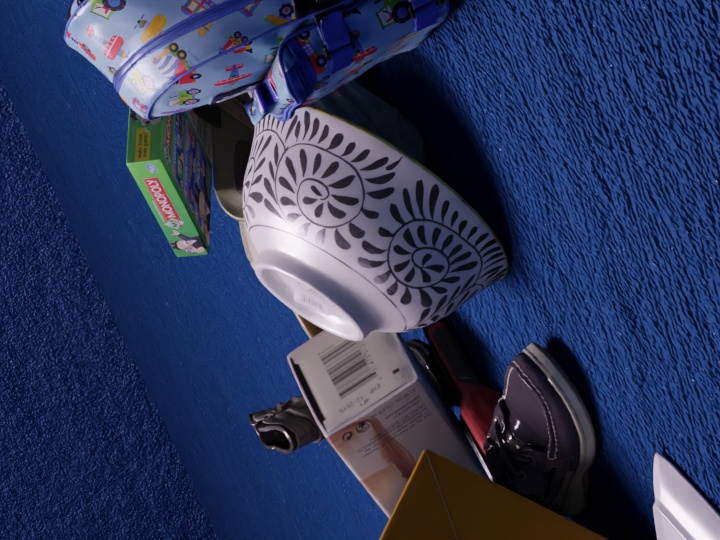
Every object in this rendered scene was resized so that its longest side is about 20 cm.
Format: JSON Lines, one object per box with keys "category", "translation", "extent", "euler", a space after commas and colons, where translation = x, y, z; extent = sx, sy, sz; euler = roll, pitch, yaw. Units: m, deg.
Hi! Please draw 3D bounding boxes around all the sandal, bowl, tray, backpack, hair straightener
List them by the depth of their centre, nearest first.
{"category": "backpack", "translation": [-0.069, -0.154, 1.148], "extent": [0.135, 0.200, 0.183], "euler": [61, 167, -2]}
{"category": "tray", "translation": [0.234, 0.207, 1.167], "extent": [0.200, 0.022, 0.108], "euler": [50, 165, 41]}
{"category": "bowl", "translation": [-0.011, -0.016, 1.294], "extent": [0.200, 0.094, 0.201], "euler": [32, 165, 10]}
{"category": "sandal", "translation": [-0.098, -0.127, 1.486], "extent": [0.080, 0.057, 0.202], "euler": [12, 117, 37]}
{"category": "hair straightener", "translation": [0.079, 0.102, 1.503], "extent": [0.200, 0.041, 0.077], "euler": [54, 166, 27]}

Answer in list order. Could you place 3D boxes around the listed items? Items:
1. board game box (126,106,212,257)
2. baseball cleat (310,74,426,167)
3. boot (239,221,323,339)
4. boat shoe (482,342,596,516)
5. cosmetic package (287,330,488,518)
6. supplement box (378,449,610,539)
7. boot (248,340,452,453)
{"category": "board game box", "translation": [-0.145, -0.130, 1.504], "extent": [0.135, 0.029, 0.201], "euler": [67, -161, -57]}
{"category": "baseball cleat", "translation": [-0.024, -0.115, 1.361], "extent": [0.200, 0.070, 0.107], "euler": [55, 166, 26]}
{"category": "boot", "translation": [-0.052, -0.004, 1.719], "extent": [0.200, 0.072, 0.155], "euler": [64, 168, 9]}
{"category": "boat shoe", "translation": [0.118, 0.124, 1.339], "extent": [0.072, 0.065, 0.200], "euler": [53, 166, 29]}
{"category": "cosmetic package", "translation": [0.032, 0.131, 1.528], "extent": [0.200, 0.087, 0.103], "euler": [55, -177, -42]}
{"category": "supplement box", "translation": [0.095, 0.247, 1.366], "extent": [0.197, 0.133, 0.200], "euler": [26, 163, 4]}
{"category": "boot", "translation": [-0.012, 0.121, 1.658], "extent": [0.068, 0.130, 0.200], "euler": [64, 156, -7]}
